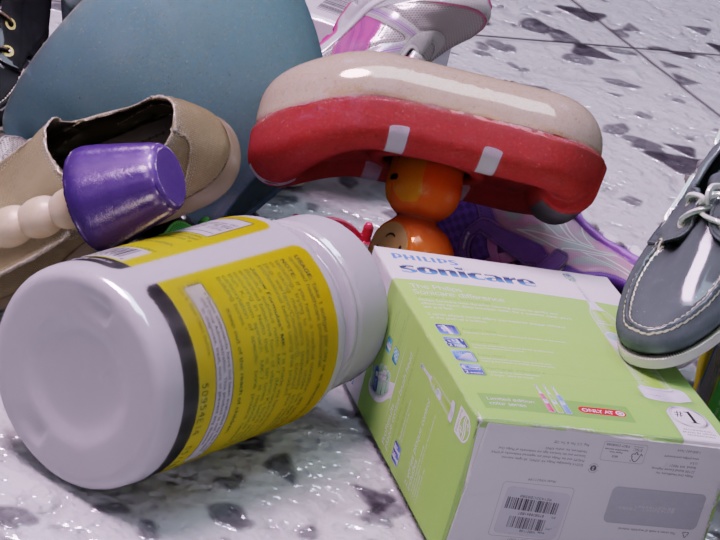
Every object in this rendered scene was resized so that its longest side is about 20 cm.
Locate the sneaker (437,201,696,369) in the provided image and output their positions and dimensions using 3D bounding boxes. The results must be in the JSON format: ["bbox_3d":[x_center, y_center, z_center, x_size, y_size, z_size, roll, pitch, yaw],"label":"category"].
[{"bbox_3d":[0.110,0.002,1.587,0.200,0.081,0.088,29,27,15],"label":"sneaker"}]

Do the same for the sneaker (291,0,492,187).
[{"bbox_3d":[0.005,-0.119,1.750,0.088,0.200,0.081,59,2,26],"label":"sneaker"}]

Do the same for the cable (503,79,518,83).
[{"bbox_3d":[0.119,-0.061,1.739,0.050,0.097,0.200,-10,26,-7],"label":"cable"}]

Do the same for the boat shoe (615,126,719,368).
[{"bbox_3d":[0.188,-0.031,1.435,0.073,0.062,0.200,13,50,34],"label":"boat shoe"}]

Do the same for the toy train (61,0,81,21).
[{"bbox_3d":[-0.146,-0.184,1.742,0.085,0.200,0.114,27,39,36],"label":"toy train"}]

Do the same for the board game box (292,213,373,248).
[{"bbox_3d":[0.000,0.000,1.590,0.200,0.039,0.158,25,25,21],"label":"board game box"}]

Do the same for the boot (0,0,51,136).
[{"bbox_3d":[-0.235,-0.173,1.692,0.073,0.154,0.204,6,21,0],"label":"boot"}]

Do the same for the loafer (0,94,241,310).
[{"bbox_3d":[-0.164,-0.043,1.439,0.200,0.067,0.076,-27,54,2],"label":"loafer"}]

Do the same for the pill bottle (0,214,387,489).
[{"bbox_3d":[-0.080,0.034,1.370,0.114,0.115,0.200,28,26,29],"label":"pill bottle"}]

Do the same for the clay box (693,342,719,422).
[{"bbox_3d":[0.226,0.014,1.511,0.047,0.115,0.200,16,47,2],"label":"clay box"}]

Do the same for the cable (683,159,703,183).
[{"bbox_3d":[0.311,0.005,1.735,0.199,0.069,0.200,10,24,-13],"label":"cable"}]

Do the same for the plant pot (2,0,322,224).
[{"bbox_3d":[-0.097,-0.104,1.617,0.135,0.200,0.200,46,29,7],"label":"plant pot"}]

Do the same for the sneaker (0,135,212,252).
[{"bbox_3d":[-0.143,-0.032,1.522,0.200,0.085,0.078,31,27,35],"label":"sneaker"}]

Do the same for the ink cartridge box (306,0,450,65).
[{"bbox_3d":[-0.047,-0.170,1.899,0.200,0.085,0.146,20,23,12],"label":"ink cartridge box"}]

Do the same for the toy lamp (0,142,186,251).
[{"bbox_3d":[-0.184,-0.023,1.379,0.200,0.058,0.058,-14,14,21],"label":"toy lamp"}]

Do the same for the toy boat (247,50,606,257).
[{"bbox_3d":[0.033,-0.044,1.516,0.199,0.131,0.131,13,-9,-5],"label":"toy boat"}]

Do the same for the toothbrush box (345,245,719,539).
[{"bbox_3d":[0.089,0.073,1.419,0.145,0.086,0.200,7,25,-20],"label":"toothbrush box"}]
